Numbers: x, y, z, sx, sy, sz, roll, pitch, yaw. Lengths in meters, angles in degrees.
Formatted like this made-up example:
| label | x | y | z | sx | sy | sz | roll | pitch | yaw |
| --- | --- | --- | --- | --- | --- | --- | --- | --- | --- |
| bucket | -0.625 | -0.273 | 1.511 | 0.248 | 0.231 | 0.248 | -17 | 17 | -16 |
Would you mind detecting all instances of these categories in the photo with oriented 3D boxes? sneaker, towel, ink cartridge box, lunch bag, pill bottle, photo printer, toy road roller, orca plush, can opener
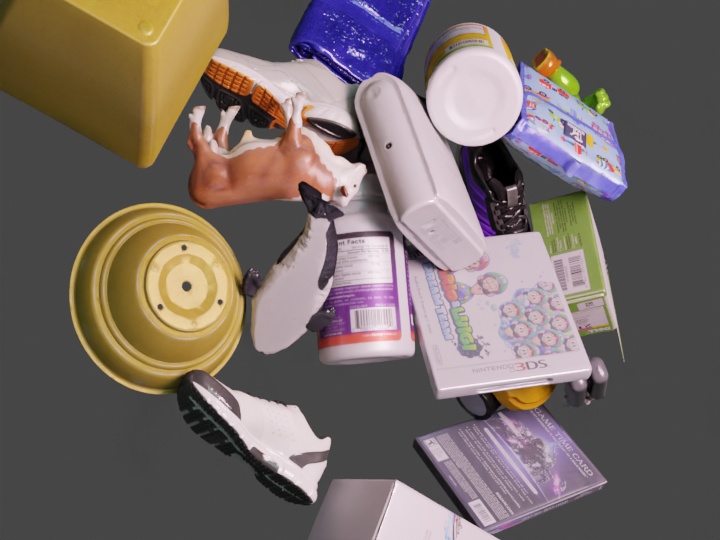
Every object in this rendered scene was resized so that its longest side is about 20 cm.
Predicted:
| label | x | y | z | sx | sy | sz | roll | pitch | yaw |
| --- | --- | --- | --- | --- | --- | --- | --- | --- | --- |
| sneaker | 0.174 | -0.078 | 1.322 | 0.068 | 0.099 | 0.203 | -20 | 88 | -15 |
| towel | 0.009 | -0.307 | 1.293 | 0.146 | 0.049 | 0.203 | 32 | 61 | -22 |
| ink cartridge box | 0.280 | 0.020 | 1.364 | 0.201 | 0.074 | 0.150 | 56 | 25 | -54 |
| ink cartridge box | 0.051 | 0.334 | 1.147 | 0.199 | 0.146 | 0.148 | 33 | 66 | -22 |
| sneaker | -0.111 | 0.163 | 1.132 | 0.200 | 0.073 | 0.081 | 45 | 56 | -25 |
| lunch bag | 0.236 | -0.152 | 1.286 | 0.149 | 0.095 | 0.201 | 31 | 22 | -11 |
| pill bottle | 0.000 | 0.000 | 1.201 | 0.110 | 0.111 | 0.204 | 1 | 80 | -31 |
| photo printer | 0.065 | -0.117 | 1.208 | 0.166 | 0.069 | 0.203 | 40 | 28 | -55 |
| pill bottle | 0.131 | -0.232 | 1.277 | 0.111 | 0.111 | 0.201 | 45 | 19 | -16 |
| toy road roller | 0.166 | 0.070 | 1.268 | 0.122 | 0.145 | 0.202 | -38 | 101 | -31 |
| orca plush | -0.070 | -0.007 | 1.145 | 0.103 | 0.203 | 0.071 | 9 | 31 | 1 |
| can opener | 0.269 | 0.129 | 1.312 | 0.052 | 0.200 | 0.068 | -21 | 71 | 4 |
| sneaker | -0.087 | -0.209 | 1.213 | 0.197 | 0.076 | 0.093 | 24 | 55 | -16 |

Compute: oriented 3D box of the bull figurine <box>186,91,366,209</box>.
| label | x | y | z | sx | sy | sz | roll | pitch | yaw |
| --- | --- | --- | --- | --- | --- | --- | --- | --- | --- |
| bull figurine | -0.094 | -0.122 | 1.146 | 0.196 | 0.065 | 0.124 | -6 | 93 | 4 |

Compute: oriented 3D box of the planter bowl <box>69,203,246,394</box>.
| label | x | y | z | sx | sy | sz | roll | pitch | yaw |
| --- | --- | --- | --- | --- | --- | --- | --- | --- | --- |
| planter bowl | -0.191 | 0.022 | 1.097 | 0.197 | 0.083 | 0.205 | 6 | 77 | -29 |

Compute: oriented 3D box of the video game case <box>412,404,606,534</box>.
| label | x | y | z | sx | sy | sz | roll | pitch | yaw |
| --- | --- | --- | --- | --- | --- | --- | --- | --- | --- |
| video game case | 0.178 | 0.230 | 1.269 | 0.197 | 0.019 | 0.143 | -11 | 46 | -33 |

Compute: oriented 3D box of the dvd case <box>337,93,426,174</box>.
| label | x | y | z | sx | sy | sz | roll | pitch | yaw |
| --- | --- | --- | --- | --- | --- | --- | --- | --- | --- |
| dvd case | 0.012 | -0.164 | 1.296 | 0.197 | 0.016 | 0.152 | 19 | 71 | -27 |

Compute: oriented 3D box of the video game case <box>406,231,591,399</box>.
| label | x | y | z | sx | sy | sz | roll | pitch | yaw |
| --- | --- | --- | --- | --- | --- | --- | --- | --- | --- |
| video game case | 0.148 | 0.045 | 1.214 | 0.178 | 0.024 | 0.202 | -6 | 53 | -11 |

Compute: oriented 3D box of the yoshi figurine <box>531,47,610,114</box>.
| label | x | y | z | sx | sy | sz | roll | pitch | yaw |
| --- | --- | --- | --- | --- | --- | --- | --- | --- | --- |
| yoshi figurine | 0.281 | -0.188 | 1.418 | 0.200 | 0.112 | 0.113 | 43 | 72 | -19 |

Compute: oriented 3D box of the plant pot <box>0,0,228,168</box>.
| label | x | y | z | sx | sy | sz | roll | pitch | yaw |
| --- | --- | --- | --- | --- | --- | --- | --- | --- | --- |
| plant pot | -0.240 | -0.260 | 1.042 | 0.198 | 0.176 | 0.202 | 28 | 66 | -8 |
